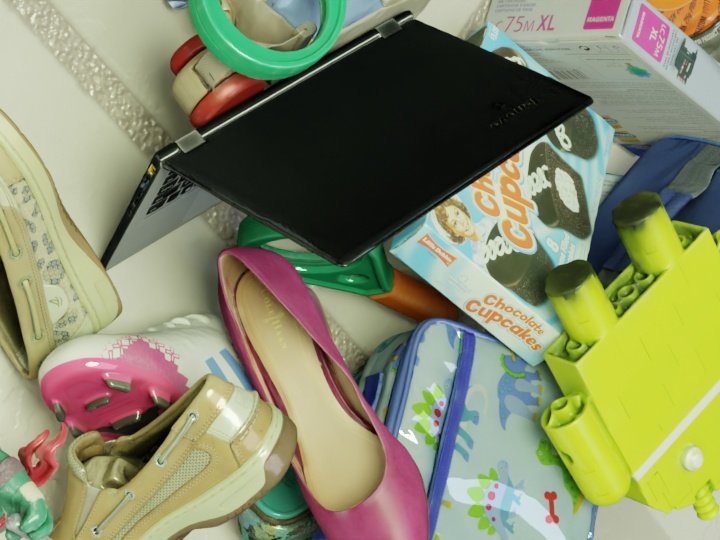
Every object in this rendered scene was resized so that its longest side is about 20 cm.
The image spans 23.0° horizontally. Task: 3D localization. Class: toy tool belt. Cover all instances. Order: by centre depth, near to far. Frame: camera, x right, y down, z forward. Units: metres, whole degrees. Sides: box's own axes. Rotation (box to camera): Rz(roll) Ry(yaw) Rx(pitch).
[{"bbox_3d":[-0.051,-0.164,0.969,0.199,0.125,0.123,-33,81,-36],"label":"toy tool belt"}]

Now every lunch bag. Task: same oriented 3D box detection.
[{"bbox_3d":[0.059,0.138,1.037,0.160,0.082,0.202,25,67,-20],"label":"lunch bag"},{"bbox_3d":[0.205,0.014,1.157,0.200,0.135,0.133,-50,127,-21],"label":"lunch bag"}]

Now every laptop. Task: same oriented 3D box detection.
[{"bbox_3d":[-0.014,-0.045,0.937,0.187,0.200,0.116,-33,80,-33],"label":"laptop"}]

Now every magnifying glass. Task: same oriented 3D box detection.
[{"bbox_3d":[-0.022,-0.176,0.908,0.079,0.022,0.201,38,58,-12],"label":"magnifying glass"},{"bbox_3d":[0.000,0.000,1.063,0.200,0.079,0.023,29,57,-53],"label":"magnifying glass"}]

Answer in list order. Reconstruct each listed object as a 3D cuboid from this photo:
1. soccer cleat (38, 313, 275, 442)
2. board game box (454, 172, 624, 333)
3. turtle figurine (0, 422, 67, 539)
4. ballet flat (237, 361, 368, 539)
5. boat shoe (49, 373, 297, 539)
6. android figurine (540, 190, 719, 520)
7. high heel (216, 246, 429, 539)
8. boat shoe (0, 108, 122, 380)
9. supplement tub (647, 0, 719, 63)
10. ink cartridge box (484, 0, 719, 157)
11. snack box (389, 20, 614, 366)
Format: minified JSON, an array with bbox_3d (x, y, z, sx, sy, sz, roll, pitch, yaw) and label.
[{"bbox_3d":[-0.106,0.058,0.979,0.199,0.069,0.087,28,43,-51],"label":"soccer cleat"},{"bbox_3d":[0.134,0.029,1.216,0.199,0.043,0.201,4,95,-44],"label":"board game box"},{"bbox_3d":[-0.225,0.100,0.858,0.200,0.149,0.101,44,29,-36],"label":"turtle figurine"},{"bbox_3d":[-0.002,0.109,1.099,0.199,0.074,0.075,-29,118,-31],"label":"ballet flat"},{"bbox_3d":[-0.126,0.114,0.924,0.200,0.072,0.076,-38,116,23],"label":"boat shoe"},{"bbox_3d":[0.181,0.059,1.038,0.182,0.041,0.201,-42,119,-22],"label":"android figurine"},{"bbox_3d":[-0.027,0.081,0.949,0.067,0.201,0.096,-34,154,12],"label":"high heel"},{"bbox_3d":[-0.188,-0.027,0.882,0.063,0.073,0.201,-46,130,-20],"label":"boat shoe"},{"bbox_3d":[0.275,-0.183,1.247,0.199,0.122,0.124,17,88,-43],"label":"supplement tub"},{"bbox_3d":[0.185,-0.125,1.177,0.199,0.119,0.042,32,73,-42],"label":"ink cartridge box"},{"bbox_3d":[0.091,-0.051,1.077,0.116,0.037,0.201,37,43,-18],"label":"snack box"}]
